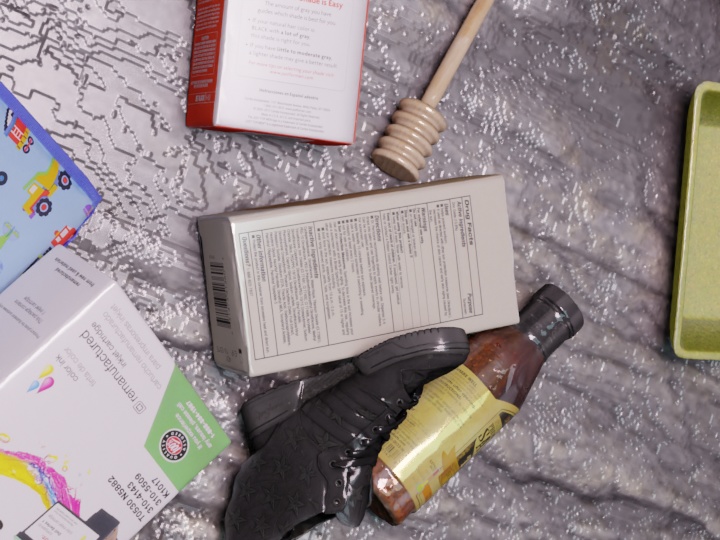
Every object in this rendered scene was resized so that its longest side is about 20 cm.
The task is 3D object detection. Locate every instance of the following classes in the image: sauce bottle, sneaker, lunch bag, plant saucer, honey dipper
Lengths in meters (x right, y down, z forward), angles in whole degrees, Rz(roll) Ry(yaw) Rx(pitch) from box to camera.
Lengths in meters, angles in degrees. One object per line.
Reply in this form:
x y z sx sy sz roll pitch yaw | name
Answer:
0.075 0.088 1.034 0.200 0.066 0.066 -41 108 -14 | sauce bottle
-0.008 0.115 0.961 0.060 0.198 0.105 16 55 -63 | sneaker
-0.252 -0.041 0.873 0.151 0.094 0.200 -51 120 -16 | lunch bag
0.314 -0.032 1.146 0.197 0.048 0.203 4 92 -25 | plant saucer
0.070 -0.154 1.036 0.038 0.038 0.201 35 75 -22 | honey dipper

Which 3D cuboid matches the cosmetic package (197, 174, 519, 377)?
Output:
0.000 0.000 0.991 0.198 0.071 0.107 -8 96 -24 | cosmetic package

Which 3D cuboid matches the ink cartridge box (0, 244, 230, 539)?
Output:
-0.198 0.110 0.882 0.200 0.084 0.145 -43 127 -16 | ink cartridge box

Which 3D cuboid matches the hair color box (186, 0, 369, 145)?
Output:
-0.049 -0.186 0.963 0.100 0.061 0.203 6 92 -25 | hair color box
